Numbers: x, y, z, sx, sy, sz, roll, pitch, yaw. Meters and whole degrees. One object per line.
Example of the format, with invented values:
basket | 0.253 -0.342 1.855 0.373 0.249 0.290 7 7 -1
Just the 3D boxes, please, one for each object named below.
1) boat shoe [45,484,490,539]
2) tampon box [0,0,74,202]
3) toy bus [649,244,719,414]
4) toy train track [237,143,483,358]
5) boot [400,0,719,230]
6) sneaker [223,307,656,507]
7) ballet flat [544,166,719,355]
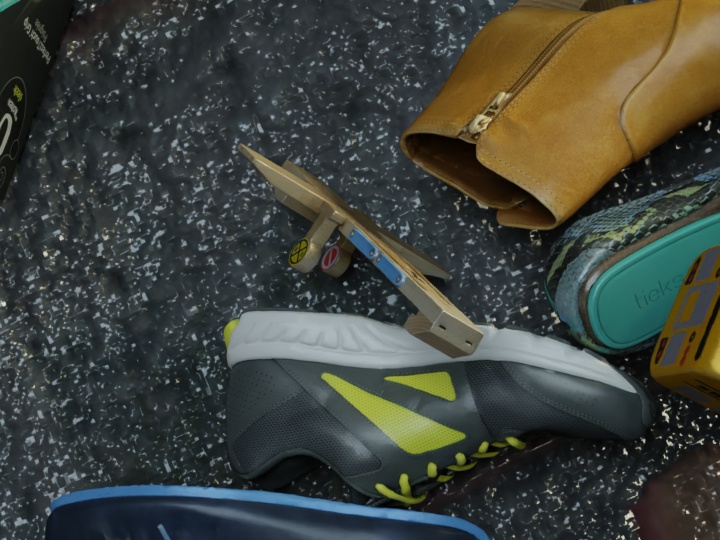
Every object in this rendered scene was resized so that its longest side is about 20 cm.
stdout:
boat shoe | -0.043 0.134 1.228 0.199 0.084 0.069 3 75 13
tampon box | -0.211 -0.157 1.314 0.126 0.150 0.200 14 75 13
toy bus | 0.228 0.059 1.182 0.200 0.078 0.065 27 76 -12
toy train track | 0.000 0.000 1.229 0.033 0.115 0.200 -57 28 6
boot | 0.128 -0.070 1.240 0.201 0.071 0.144 15 54 36
sneaker | 0.032 0.068 1.248 0.199 0.074 0.085 5 79 20
ballet flat | 0.168 -0.025 1.246 0.200 0.074 0.074 -19 69 -17
